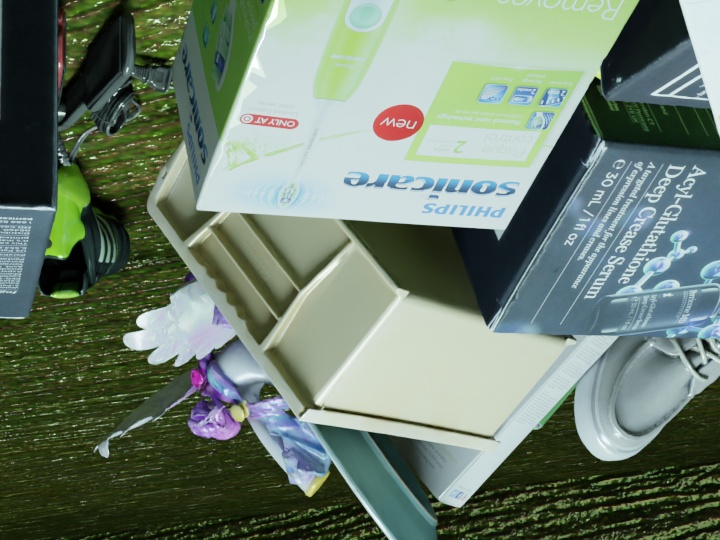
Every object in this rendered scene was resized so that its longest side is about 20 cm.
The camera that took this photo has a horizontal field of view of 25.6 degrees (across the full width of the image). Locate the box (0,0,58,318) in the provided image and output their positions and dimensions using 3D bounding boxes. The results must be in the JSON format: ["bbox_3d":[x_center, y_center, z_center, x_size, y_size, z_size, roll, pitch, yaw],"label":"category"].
[{"bbox_3d":[-0.204,-0.071,0.755,0.107,0.149,0.200,1,164,-14],"label":"box"}]

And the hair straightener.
[{"bbox_3d":[-0.143,-0.095,0.889,0.077,0.041,0.200,1,165,-15],"label":"hair straightener"}]

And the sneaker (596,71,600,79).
[{"bbox_3d":[0.181,-0.137,0.782,0.200,0.074,0.084,2,140,-9],"label":"sneaker"}]

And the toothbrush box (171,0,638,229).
[{"bbox_3d":[0.021,-0.114,0.629,0.145,0.086,0.200,3,141,-22],"label":"toothbrush box"}]

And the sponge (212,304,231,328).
[{"bbox_3d":[-0.016,-0.004,1.124,0.200,0.112,0.030,11,171,-43],"label":"sponge"}]

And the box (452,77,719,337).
[{"bbox_3d":[0.171,-0.048,0.881,0.200,0.107,0.149,2,138,-23],"label":"box"}]

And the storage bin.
[{"bbox_3d":[0.000,0.000,0.965,0.094,0.199,0.200,-51,145,17],"label":"storage bin"}]

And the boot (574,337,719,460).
[{"bbox_3d":[0.221,0.040,1.038,0.074,0.200,0.096,47,147,-13],"label":"boot"}]

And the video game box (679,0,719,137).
[{"bbox_3d":[0.198,-0.090,0.507,0.182,0.047,0.200,-7,163,17],"label":"video game box"}]

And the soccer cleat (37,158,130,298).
[{"bbox_3d":[-0.203,-0.015,1.103,0.067,0.081,0.200,-4,165,1],"label":"soccer cleat"}]

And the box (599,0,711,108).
[{"bbox_3d":[0.221,-0.146,0.612,0.198,0.124,0.200,4,162,-24],"label":"box"}]

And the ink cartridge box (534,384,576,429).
[{"bbox_3d":[0.126,0.045,1.212,0.084,0.146,0.200,43,168,-3],"label":"ink cartridge box"}]

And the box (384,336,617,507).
[{"bbox_3d":[0.082,0.036,1.056,0.200,0.144,0.036,-48,146,7],"label":"box"}]

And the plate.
[{"bbox_3d":[0.000,0.105,0.979,0.026,0.200,0.200,-34,162,2],"label":"plate"}]

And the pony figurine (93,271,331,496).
[{"bbox_3d":[-0.086,0.068,1.156,0.193,0.200,0.167,-43,169,-47],"label":"pony figurine"}]
